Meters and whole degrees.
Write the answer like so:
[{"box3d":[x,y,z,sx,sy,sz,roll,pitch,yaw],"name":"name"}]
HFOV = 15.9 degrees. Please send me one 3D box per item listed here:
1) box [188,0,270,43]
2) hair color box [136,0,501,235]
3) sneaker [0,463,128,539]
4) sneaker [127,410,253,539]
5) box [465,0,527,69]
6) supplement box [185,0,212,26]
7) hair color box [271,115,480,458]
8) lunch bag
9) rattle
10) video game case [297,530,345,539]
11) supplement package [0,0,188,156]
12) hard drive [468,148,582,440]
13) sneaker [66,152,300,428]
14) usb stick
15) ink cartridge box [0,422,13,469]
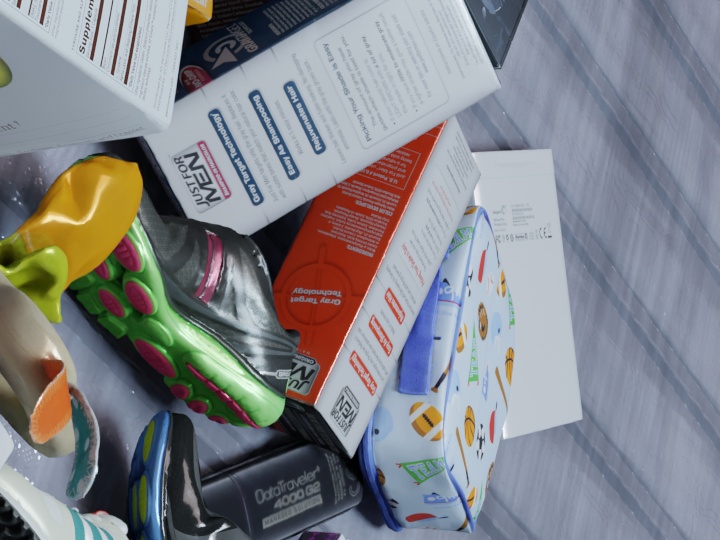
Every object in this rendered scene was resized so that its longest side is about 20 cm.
[{"box3d":[-0.055,-0.172,1.559,0.100,0.075,0.201,-53,127,-48],"name":"box"},{"box3d":[-0.030,-0.104,1.478,0.100,0.199,0.061,63,-8,-30],"name":"hair color box"},{"box3d":[-0.162,0.150,1.335,0.200,0.070,0.094,57,22,-35],"name":"sneaker"},{"box3d":[-0.074,0.171,1.418,0.082,0.071,0.201,-20,90,-14],"name":"sneaker"},{"box3d":[0.062,-0.263,1.802,0.200,0.043,0.161,60,37,-35],"name":"box"},{"box3d":[-0.137,-0.247,1.430,0.126,0.073,0.201,26,62,-56],"name":"supplement box"},{"box3d":[0.000,0.000,1.551,0.201,0.061,0.102,-65,159,-16],"name":"hair color box"},{"box3d":[0.047,0.058,1.655,0.160,0.075,0.201,64,30,-59],"name":"lunch bag"},{"box3d":[-0.128,0.023,1.246,0.142,0.200,0.131,-19,101,-22],"name":"rattle"},{"box3d":[-0.031,0.288,1.526,0.200,0.036,0.182,-56,132,-40],"name":"video game case"},{"box3d":[-0.209,-0.154,1.173,0.200,0.190,0.148,35,55,-51],"name":"supplement package"},{"box3d":[0.112,0.015,1.852,0.132,0.027,0.201,-7,90,-60],"name":"hard drive"},{"box3d":[-0.101,0.003,1.428,0.200,0.076,0.084,54,50,-36],"name":"sneaker"},{"box3d":[-0.057,0.137,1.534,0.200,0.032,0.056,-16,94,-59],"name":"usb stick"},{"box3d":[-0.258,0.097,1.149,0.147,0.082,0.200,63,35,-30],"name":"ink cartridge box"}]
